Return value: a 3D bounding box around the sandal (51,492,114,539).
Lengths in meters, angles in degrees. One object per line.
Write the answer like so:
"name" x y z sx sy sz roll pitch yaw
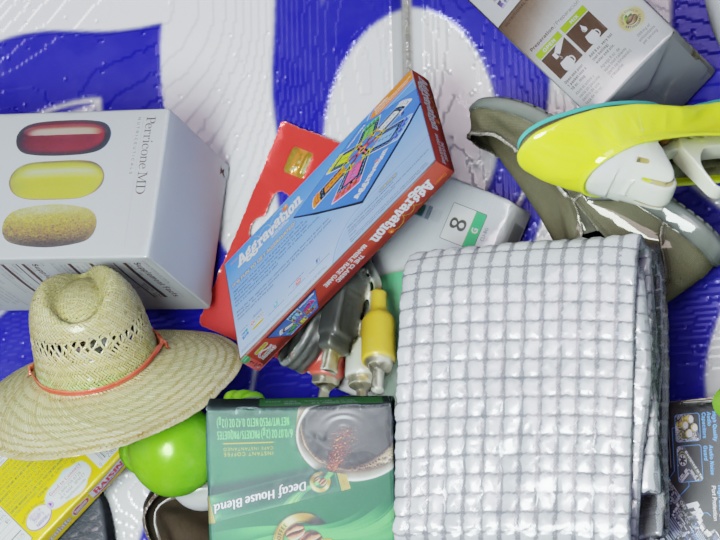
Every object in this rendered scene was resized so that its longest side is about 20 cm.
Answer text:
"sandal" -0.189 0.242 1.763 0.076 0.043 0.200 -8 67 12

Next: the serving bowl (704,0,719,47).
"serving bowl" 0.312 -0.200 1.638 0.200 0.066 0.200 -4 77 20

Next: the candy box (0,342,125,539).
"candy box" -0.227 0.134 1.778 0.200 0.026 0.102 -46 63 -6

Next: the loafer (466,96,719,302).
"loafer" 0.143 -0.045 1.668 0.200 0.075 0.070 35 89 23

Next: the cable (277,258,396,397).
"cable" 0.000 0.000 1.699 0.097 0.050 0.200 -17 51 50

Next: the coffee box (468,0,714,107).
"coffee box" 0.127 -0.180 1.678 0.080 0.114 0.200 -47 69 7

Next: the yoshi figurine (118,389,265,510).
"yoshi figurine" -0.071 0.136 1.667 0.200 0.112 0.112 15 47 13

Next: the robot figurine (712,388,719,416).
"robot figurine" 0.314 0.055 1.543 0.200 0.116 0.176 -31 109 -15

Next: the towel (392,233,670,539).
"towel" 0.111 0.083 1.604 0.165 0.086 0.200 -3 77 19

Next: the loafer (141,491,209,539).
"loafer" -0.075 0.206 1.704 0.200 0.071 0.073 40 95 22

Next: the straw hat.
"straw hat" -0.177 0.043 1.678 0.201 0.201 0.085 -6 111 20

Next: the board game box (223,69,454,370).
"board game box" -0.017 -0.033 1.683 0.200 0.019 0.103 -45 34 25

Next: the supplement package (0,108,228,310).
"supplement package" -0.208 -0.041 1.774 0.200 0.110 0.114 -1 70 21

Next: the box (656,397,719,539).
"box" 0.188 0.184 1.621 0.198 0.050 0.200 -7 77 19

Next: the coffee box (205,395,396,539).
"coffee box" -0.034 0.180 1.617 0.123 0.044 0.200 -1 97 1

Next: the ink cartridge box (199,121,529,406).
"ink cartridge box" -0.006 -0.003 1.732 0.200 0.050 0.161 22 88 21

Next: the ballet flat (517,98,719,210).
"ballet flat" 0.197 -0.072 1.604 0.067 0.200 0.067 66 150 30
